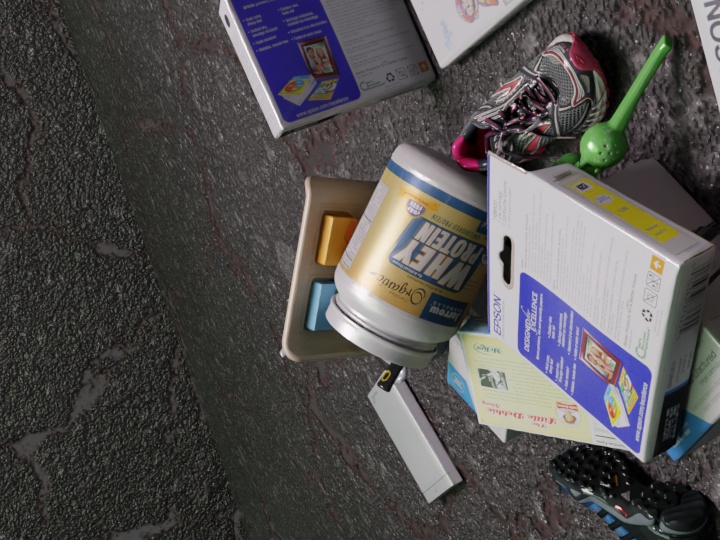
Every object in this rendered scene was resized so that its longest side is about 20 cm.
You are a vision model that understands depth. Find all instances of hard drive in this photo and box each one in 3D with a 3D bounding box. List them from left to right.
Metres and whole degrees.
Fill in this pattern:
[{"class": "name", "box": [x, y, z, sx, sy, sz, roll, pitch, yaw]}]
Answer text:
[{"class": "hard drive", "box": [0.082, 0.259, 1.464, 0.200, 0.027, 0.132, 60, 157, 17]}]

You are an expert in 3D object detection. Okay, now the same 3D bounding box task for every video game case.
[{"class": "video game case", "box": [0.081, -0.314, 0.884, 0.200, 0.024, 0.182, 66, 159, 0]}]

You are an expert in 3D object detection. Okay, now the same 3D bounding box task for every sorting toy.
[{"class": "sorting toy", "box": [0.000, 0.000, 1.049, 0.036, 0.185, 0.200, 13, 100, 43]}]

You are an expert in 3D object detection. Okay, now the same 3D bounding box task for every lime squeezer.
[{"class": "lime squeezer", "box": [0.181, -0.102, 0.760, 0.200, 0.038, 0.071, 130, 143, -53]}]

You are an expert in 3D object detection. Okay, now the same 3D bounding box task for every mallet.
[{"class": "mallet", "box": [0.083, 0.053, 1.070, 0.041, 0.200, 0.066, 32, 171, -41]}]

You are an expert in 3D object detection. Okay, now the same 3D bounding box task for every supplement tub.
[{"class": "supplement tub", "box": [0.061, -0.015, 0.964, 0.145, 0.145, 0.200, 40, 108, 48]}]

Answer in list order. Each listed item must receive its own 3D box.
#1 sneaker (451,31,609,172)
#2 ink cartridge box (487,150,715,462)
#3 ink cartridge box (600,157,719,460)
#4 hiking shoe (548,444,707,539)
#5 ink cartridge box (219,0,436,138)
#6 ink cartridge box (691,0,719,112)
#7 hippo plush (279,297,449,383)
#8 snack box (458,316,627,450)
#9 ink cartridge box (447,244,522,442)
[{"class": "sneaker", "box": [0.151, -0.137, 0.836, 0.081, 0.075, 0.200, 62, 157, 9]}, {"class": "ink cartridge box", "box": [0.179, 0.020, 0.748, 0.200, 0.047, 0.198, 45, 150, 45]}, {"class": "ink cartridge box", "box": [0.249, 0.031, 0.768, 0.200, 0.084, 0.145, 55, 155, 26]}, {"class": "hiking shoe", "box": [0.268, 0.247, 0.959, 0.200, 0.074, 0.087, 22, 131, 60]}, {"class": "ink cartridge box", "box": [-0.041, -0.262, 0.985, 0.043, 0.198, 0.200, -19, 94, 65]}, {"class": "ink cartridge box", "box": [0.290, -0.115, 0.539, 0.165, 0.075, 0.200, 5, 117, 64]}, {"class": "hippo plush", "box": [0.032, 0.051, 1.206, 0.161, 0.200, 0.159, 16, 100, 42]}, {"class": "snack box", "box": [0.199, 0.110, 0.923, 0.200, 0.037, 0.116, 4, 119, 37]}, {"class": "ink cartridge box", "box": [0.159, 0.082, 1.050, 0.116, 0.067, 0.200, 47, 151, 39]}]
